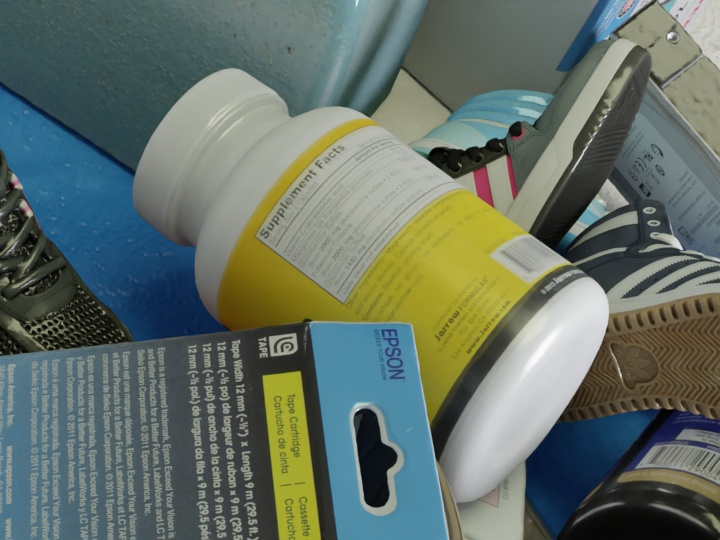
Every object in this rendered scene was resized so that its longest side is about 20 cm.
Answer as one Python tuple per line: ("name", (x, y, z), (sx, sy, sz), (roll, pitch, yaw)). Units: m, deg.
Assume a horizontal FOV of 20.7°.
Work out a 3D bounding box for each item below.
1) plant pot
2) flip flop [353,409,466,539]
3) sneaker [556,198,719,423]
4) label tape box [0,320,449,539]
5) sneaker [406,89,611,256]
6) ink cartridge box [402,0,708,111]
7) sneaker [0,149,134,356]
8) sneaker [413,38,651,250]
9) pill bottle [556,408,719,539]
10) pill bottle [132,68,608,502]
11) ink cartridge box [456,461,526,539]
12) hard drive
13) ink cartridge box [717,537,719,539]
("plant pot", (-0.054, -0.176, 0.990), (0.196, 0.201, 0.196), (34, 39, 2))
("flip flop", (0.030, 0.142, 0.756), (0.201, 0.081, 0.058), (56, 7, 29))
("sneaker", (0.159, 0.017, 0.895), (0.109, 0.199, 0.071), (-47, 125, -47))
("label tape box", (-0.070, 0.097, 0.745), (0.198, 0.066, 0.144), (-5, 46, -4))
("sneaker", (0.117, -0.026, 1.043), (0.199, 0.080, 0.131), (36, 41, 3))
("ink cartridge box", (0.119, -0.192, 1.160), (0.146, 0.147, 0.200), (42, 41, 13))
("sneaker", (-0.173, -0.022, 0.840), (0.200, 0.087, 0.080), (39, 42, 8))
("sneaker", (0.043, -0.045, 0.947), (0.120, 0.201, 0.084), (35, 3, 17))
("pill bottle", (0.178, 0.105, 0.920), (0.112, 0.112, 0.200), (40, 40, 10))
("pill bottle", (0.000, 0.000, 0.853), (0.199, 0.113, 0.112), (36, 39, 19))
("ink cartridge box", (-0.027, 0.112, 0.831), (0.199, 0.057, 0.163), (26, 40, -15))
("hard drive", (0.192, -0.035, 1.040), (0.038, 0.140, 0.200), (-38, 83, -13))
("ink cartridge box", (0.158, 0.170, 0.770), (0.108, 0.201, 0.050), (28, 39, -4))
